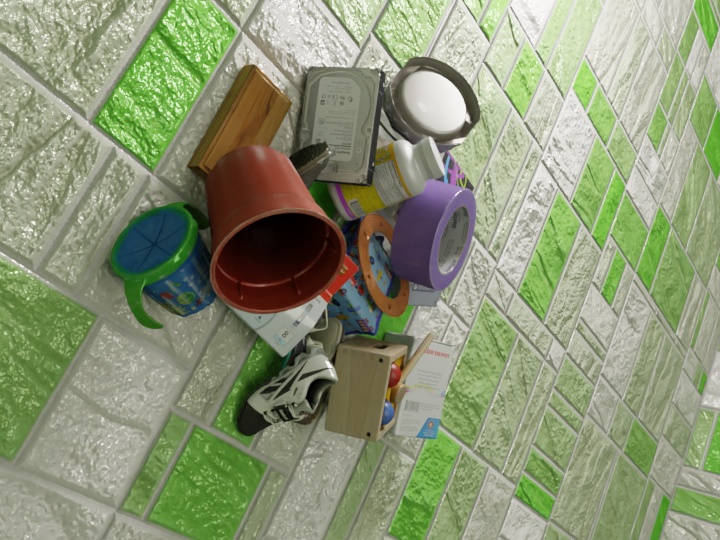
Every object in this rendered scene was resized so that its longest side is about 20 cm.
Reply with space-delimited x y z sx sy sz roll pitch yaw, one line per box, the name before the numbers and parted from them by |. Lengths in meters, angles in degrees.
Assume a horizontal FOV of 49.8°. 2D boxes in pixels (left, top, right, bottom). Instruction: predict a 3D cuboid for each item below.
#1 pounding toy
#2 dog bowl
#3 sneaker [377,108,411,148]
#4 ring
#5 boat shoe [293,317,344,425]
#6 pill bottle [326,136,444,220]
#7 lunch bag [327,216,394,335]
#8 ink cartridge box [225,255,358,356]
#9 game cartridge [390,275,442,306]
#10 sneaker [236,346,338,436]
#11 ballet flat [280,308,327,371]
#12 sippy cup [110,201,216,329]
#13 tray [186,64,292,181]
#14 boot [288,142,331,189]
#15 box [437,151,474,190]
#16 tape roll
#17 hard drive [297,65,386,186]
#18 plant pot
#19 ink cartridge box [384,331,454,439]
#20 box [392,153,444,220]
pounding toy | 0.040 0.204 1.456 0.200 0.141 0.185 -5 105 -75
dog bowl | 0.135 -0.318 1.519 0.199 0.059 0.201 10 64 -21
sneaker | 0.027 -0.223 1.474 0.201 0.076 0.115 48 71 -23
ring | 0.041 -0.009 1.461 0.200 0.019 0.201 37 45 -50
boat shoe | -0.077 0.184 1.418 0.059 0.072 0.201 37 72 -50
pill bottle | 0.046 -0.169 1.394 0.104 0.199 0.105 -20 90 -75
lunch bag | 0.000 0.000 1.470 0.151 0.094 0.200 57 47 -31
ink cartridge box | -0.116 0.018 1.290 0.200 0.047 0.160 -45 109 -3
game cartridge | 0.128 -0.026 1.603 0.133 0.041 0.201 6 100 -44
sneaker | -0.123 0.223 1.319 0.200 0.089 0.074 -43 138 1
ballet flat | -0.094 0.109 1.368 0.073 0.073 0.201 6 97 -46
sippy cup | -0.276 -0.004 1.149 0.178 0.140 0.131 -42 136 -12
tray | -0.193 -0.224 1.266 0.099 0.037 0.201 41 65 -41
boot | -0.081 -0.099 1.337 0.181 0.073 0.200 -32 120 11
box | 0.158 -0.182 1.639 0.200 0.036 0.143 45 64 -38
tape roll | 0.141 -0.068 1.477 0.200 0.085 0.201 -42 141 -46
hard drive | -0.036 -0.252 1.350 0.038 0.139 0.201 6 92 -70
plant pot | -0.146 -0.074 1.168 0.200 0.196 0.201 -14 137 -13
ink cartridge box | 0.106 0.236 1.603 0.144 0.084 0.201 18 83 -46
box | 0.122 -0.185 1.549 0.041 0.039 0.201 31 73 -39
